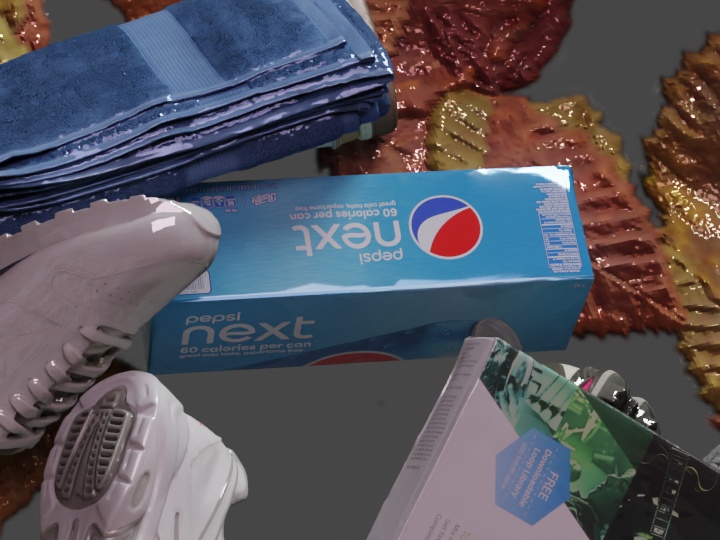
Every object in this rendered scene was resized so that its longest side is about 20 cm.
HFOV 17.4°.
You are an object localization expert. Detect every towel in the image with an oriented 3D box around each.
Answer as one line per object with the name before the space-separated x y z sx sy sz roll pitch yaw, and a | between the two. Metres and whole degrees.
towel | -0.093 -0.079 1.053 0.199 0.049 0.112 -20 38 -13

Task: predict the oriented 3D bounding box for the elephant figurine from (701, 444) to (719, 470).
elephant figurine | 0.242 0.080 1.035 0.141 0.155 0.200 39 66 -24

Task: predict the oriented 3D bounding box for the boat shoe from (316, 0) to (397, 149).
boat shoe | -0.045 -0.148 1.160 0.076 0.072 0.201 -17 61 -4

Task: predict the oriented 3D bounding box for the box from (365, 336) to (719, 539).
box | 0.096 0.136 0.945 0.200 0.036 0.145 31 80 -18

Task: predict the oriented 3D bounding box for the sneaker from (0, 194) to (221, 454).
sneaker | -0.140 0.034 0.994 0.199 0.076 0.081 -26 65 19

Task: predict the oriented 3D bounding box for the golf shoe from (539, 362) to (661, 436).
golf shoe | 0.051 0.127 1.007 0.088 0.077 0.200 15 61 41

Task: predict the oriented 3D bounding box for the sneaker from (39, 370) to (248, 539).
sneaker | -0.095 0.149 0.960 0.099 0.078 0.201 33 72 -35

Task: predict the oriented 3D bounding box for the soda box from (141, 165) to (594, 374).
soda box | 0.000 0.000 1.070 0.199 0.068 0.064 -3 59 -10
